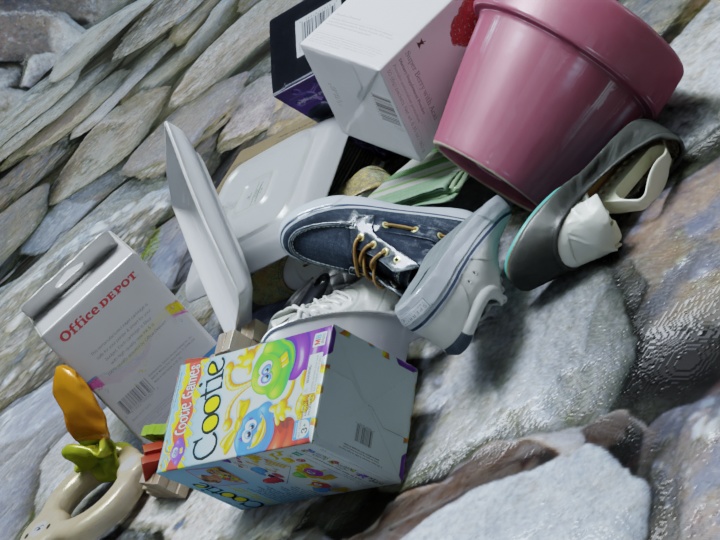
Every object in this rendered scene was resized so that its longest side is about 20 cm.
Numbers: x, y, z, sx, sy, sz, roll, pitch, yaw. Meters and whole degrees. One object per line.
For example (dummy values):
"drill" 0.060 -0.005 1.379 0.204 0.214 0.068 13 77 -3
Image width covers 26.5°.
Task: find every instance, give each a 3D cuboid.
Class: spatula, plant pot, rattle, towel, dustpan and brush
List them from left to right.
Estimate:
"rattle" -0.308 0.219 1.491 0.200 0.143 0.130 -41 40 -17
"spatula" -0.091 0.080 1.486 0.200 0.021 0.057 -50 27 13
"dustpan and brush" 0.020 0.062 1.334 0.199 0.140 0.058 -2 65 11
"towel" 0.090 -0.108 1.559 0.152 0.023 0.200 -15 21 45
"plant pot" 0.166 -0.158 1.399 0.180 0.199 0.200 -58 24 0

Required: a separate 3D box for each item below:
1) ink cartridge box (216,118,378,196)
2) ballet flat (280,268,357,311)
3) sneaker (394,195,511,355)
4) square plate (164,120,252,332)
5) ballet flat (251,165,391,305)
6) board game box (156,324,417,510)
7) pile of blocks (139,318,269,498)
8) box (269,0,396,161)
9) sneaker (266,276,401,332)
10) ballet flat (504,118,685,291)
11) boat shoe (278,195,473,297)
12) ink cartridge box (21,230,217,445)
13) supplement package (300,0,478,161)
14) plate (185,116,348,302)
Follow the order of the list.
"ink cartridge box" -0.084 -0.098 1.791 0.199 0.075 0.165 -21 28 39
"ballet flat" 0.000 0.000 1.542 0.200 0.057 0.066 -44 -4 -21
"sneaker" 0.091 0.007 1.305 0.073 0.071 0.200 -39 8 40
"square plate" -0.149 -0.026 1.532 0.028 0.199 0.200 -21 -19 -12
"ballet flat" -0.036 -0.031 1.619 0.200 0.071 0.071 -42 23 -6
"board game box" -0.063 0.127 1.283 0.199 0.105 0.104 -17 54 43
"pile of blocks" -0.164 0.124 1.466 0.201 0.062 0.082 -58 31 -2
"box" 0.018 -0.224 1.684 0.147 0.200 0.105 -25 56 34
"sneaker" -0.035 0.056 1.435 0.200 0.081 0.075 -44 22 -14
"ballet flat" 0.204 -0.056 1.297 0.200 0.068 0.068 -48 36 -17
"boat shoe" 0.018 -0.016 1.407 0.199 0.071 0.091 1 36 7
"ink cartridge box" -0.248 0.062 1.591 0.128 0.200 0.125 -42 23 -8
"supplement package" 0.064 -0.227 1.495 0.119 0.122 0.200 24 62 43
"plate" -0.106 -0.075 1.654 0.199 0.032 0.200 -25 35 39
